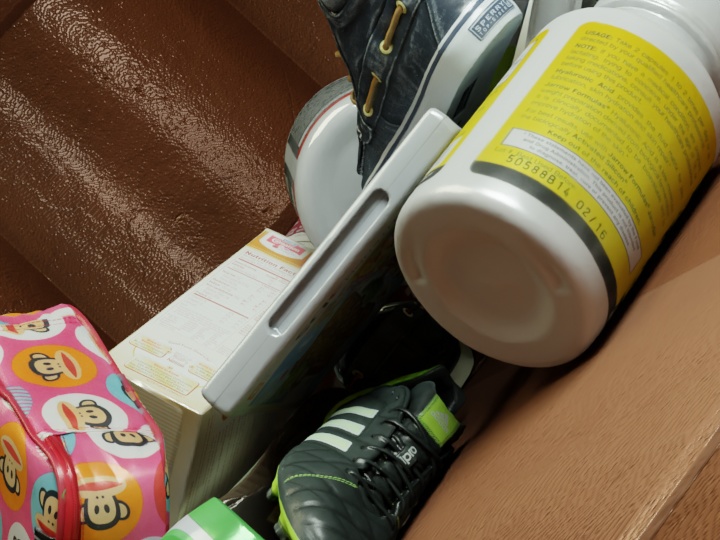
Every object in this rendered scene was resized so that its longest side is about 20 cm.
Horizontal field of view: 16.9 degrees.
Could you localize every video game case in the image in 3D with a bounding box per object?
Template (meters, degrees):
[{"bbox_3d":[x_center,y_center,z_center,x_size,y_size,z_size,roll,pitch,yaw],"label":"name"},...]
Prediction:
[{"bbox_3d":[0.000,0.000,1.271,0.182,0.022,0.200,-51,-8,4],"label":"video game case"}]

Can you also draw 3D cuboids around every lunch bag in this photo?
[{"bbox_3d":[-0.164,0.131,1.280,0.200,0.081,0.177,-131,43,-52],"label":"lunch bag"}]

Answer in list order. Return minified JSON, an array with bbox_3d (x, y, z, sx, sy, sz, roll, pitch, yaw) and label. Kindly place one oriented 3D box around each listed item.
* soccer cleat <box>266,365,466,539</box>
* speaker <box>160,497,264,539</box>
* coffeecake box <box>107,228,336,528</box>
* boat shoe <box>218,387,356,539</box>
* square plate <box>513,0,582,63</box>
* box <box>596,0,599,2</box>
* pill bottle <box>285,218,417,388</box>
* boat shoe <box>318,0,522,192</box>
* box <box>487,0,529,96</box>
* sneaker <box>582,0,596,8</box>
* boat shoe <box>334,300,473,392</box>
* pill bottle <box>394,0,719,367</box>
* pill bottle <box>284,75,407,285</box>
[{"bbox_3d":[0.008,0.095,1.198,0.081,0.068,0.200,-33,9,17],"label":"soccer cleat"},{"bbox_3d":[-0.110,0.208,1.165,0.200,0.088,0.088,-49,5,-6],"label":"speaker"},{"bbox_3d":[-0.087,0.088,1.416,0.200,0.073,0.154,-40,-30,-55],"label":"coffeecake box"},{"bbox_3d":[-0.059,0.156,1.347,0.200,0.072,0.076,-43,-12,-24],"label":"boat shoe"},{"bbox_3d":[0.100,-0.112,1.354,0.198,0.028,0.202,-2,-78,-88],"label":"square plate"},{"bbox_3d":[0.219,-0.183,1.242,0.113,0.101,0.200,-52,6,-26],"label":"box"},{"bbox_3d":[-0.013,0.021,1.620,0.200,0.114,0.114,-53,7,-38],"label":"pill bottle"},{"bbox_3d":[0.019,-0.109,1.285,0.071,0.091,0.201,-44,-10,-30],"label":"boat shoe"},{"bbox_3d":[0.075,-0.195,1.283,0.200,0.047,0.123,102,178,-62],"label":"box"},{"bbox_3d":[0.152,-0.128,1.518,0.200,0.076,0.114,-56,2,42],"label":"sneaker"},{"bbox_3d":[0.021,0.048,1.439,0.074,0.063,0.201,-51,4,-1],"label":"boat shoe"},{"bbox_3d":[0.110,-0.057,1.178,0.200,0.111,0.111,-52,6,-34],"label":"pill bottle"},{"bbox_3d":[0.012,-0.061,1.469,0.116,0.116,0.200,-48,9,3],"label":"pill bottle"}]
